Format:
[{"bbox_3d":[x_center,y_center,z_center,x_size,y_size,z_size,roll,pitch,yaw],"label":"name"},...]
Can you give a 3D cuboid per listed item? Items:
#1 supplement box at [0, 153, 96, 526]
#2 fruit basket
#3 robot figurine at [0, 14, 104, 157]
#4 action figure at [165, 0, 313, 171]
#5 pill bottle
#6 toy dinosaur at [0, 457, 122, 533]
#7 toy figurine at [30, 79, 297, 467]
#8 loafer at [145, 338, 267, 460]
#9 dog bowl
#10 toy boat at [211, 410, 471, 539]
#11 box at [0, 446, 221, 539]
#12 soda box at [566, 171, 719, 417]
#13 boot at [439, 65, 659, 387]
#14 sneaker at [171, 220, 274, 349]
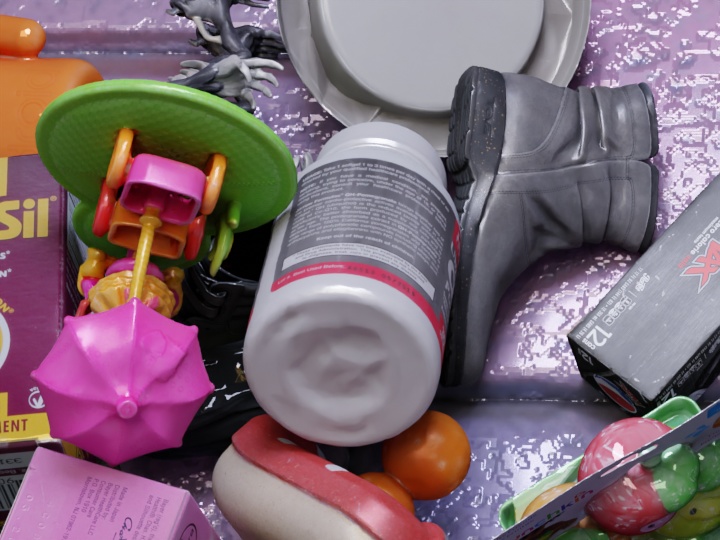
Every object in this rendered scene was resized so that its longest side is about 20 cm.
[{"bbox_3d":[-0.225,0.043,1.700,0.131,0.103,0.200,-6,57,4],"label":"supplement box"},{"bbox_3d":[0.151,0.132,1.594,0.185,0.200,0.094,-31,77,-4],"label":"fruit basket"},{"bbox_3d":[-0.231,-0.080,1.823,0.199,0.144,0.117,1,41,13],"label":"robot figurine"},{"bbox_3d":[-0.085,-0.091,1.786,0.102,0.119,0.200,0,52,12],"label":"action figure"},{"bbox_3d":[0.000,0.000,1.653,0.110,0.111,0.200,-4,34,10],"label":"pill bottle"},{"bbox_3d":[-0.203,0.116,1.745,0.200,0.077,0.103,15,83,24],"label":"toy dinosaur"},{"bbox_3d":[-0.129,0.024,1.597,0.150,0.200,0.184,16,60,-8],"label":"toy figurine"},{"bbox_3d":[-0.054,0.073,1.739,0.200,0.070,0.068,-10,65,-7],"label":"loafer"},{"bbox_3d":[0.040,-0.167,1.795,0.199,0.059,0.201,1,86,-11],"label":"dog bowl"},{"bbox_3d":[0.010,0.133,1.642,0.131,0.131,0.200,-45,34,-16],"label":"toy boat"},{"bbox_3d":[-0.144,0.224,1.611,0.096,0.200,0.176,15,68,17],"label":"box"},{"bbox_3d":[0.216,0.000,1.718,0.071,0.063,0.200,38,78,24],"label":"soda box"},{"bbox_3d":[0.115,-0.021,1.743,0.131,0.070,0.201,8,92,-13],"label":"boot"},{"bbox_3d":[-0.109,0.023,1.757,0.200,0.099,0.071,-28,64,-1],"label":"sneaker"}]
